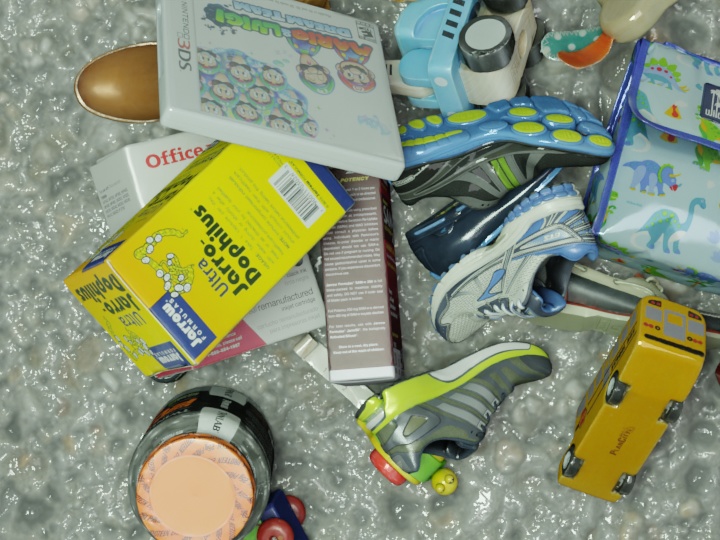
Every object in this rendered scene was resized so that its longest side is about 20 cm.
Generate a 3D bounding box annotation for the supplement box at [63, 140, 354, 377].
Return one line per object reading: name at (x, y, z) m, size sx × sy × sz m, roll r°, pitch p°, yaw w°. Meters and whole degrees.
supplement box at (-0.121, -0.023, 1.207) m, size 0.110 × 0.109 × 0.200 m, roll 50°, pitch 62°, yaw -12°

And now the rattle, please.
rattle at (0.269, -0.223, 1.340) m, size 0.143 × 0.130 × 0.200 m, roll 44°, pitch 71°, yaw -44°

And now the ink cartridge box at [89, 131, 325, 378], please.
ink cartridge box at (-0.133, -0.024, 1.314) m, size 0.144 × 0.084 × 0.201 m, roll -18°, pitch 90°, yaw -32°

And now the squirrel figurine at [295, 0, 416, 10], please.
squirrel figurine at (-0.019, -0.299, 1.293) m, size 0.200 × 0.141 × 0.187 m, roll 23°, pitch 102°, yaw 17°

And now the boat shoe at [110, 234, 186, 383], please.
boat shoe at (-0.187, 0.004, 1.361) m, size 0.075 × 0.060 × 0.201 m, roll -14°, pitch 95°, yaw -1°

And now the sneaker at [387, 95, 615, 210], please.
sneaker at (0.120, -0.098, 1.296) m, size 0.199 × 0.071 × 0.083 m, roll -8°, pitch 130°, yaw 6°

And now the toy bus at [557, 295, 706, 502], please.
toy bus at (0.242, 0.121, 1.349) m, size 0.065 × 0.078 × 0.200 m, roll 18°, pitch 133°, yaw -4°

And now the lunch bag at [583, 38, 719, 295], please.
lunch bag at (0.302, -0.093, 1.345) m, size 0.170 × 0.127 × 0.201 m, roll 18°, pitch 82°, yaw -1°

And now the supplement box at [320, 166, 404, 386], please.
supplement box at (0.000, 0.000, 1.323) m, size 0.061 × 0.109 × 0.201 m, roll -5°, pitch 84°, yaw 6°

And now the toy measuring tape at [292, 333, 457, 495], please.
toy measuring tape at (0.016, 0.137, 1.374) m, size 0.200 × 0.074 × 0.074 m, roll 45°, pitch 92°, yaw -5°

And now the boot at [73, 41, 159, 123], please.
boot at (-0.159, -0.170, 1.300) m, size 0.199 × 0.155 × 0.074 m, roll -5°, pitch 95°, yaw -2°

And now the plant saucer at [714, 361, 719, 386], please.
plant saucer at (0.370, 0.032, 1.318) m, size 0.037 × 0.200 × 0.200 m, roll 28°, pitch 93°, yaw 9°

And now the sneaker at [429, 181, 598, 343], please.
sneaker at (0.135, 0.013, 1.320) m, size 0.200 × 0.077 × 0.085 m, roll -49°, pitch 59°, yaw 38°

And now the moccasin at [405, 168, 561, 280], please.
moccasin at (0.123, -0.079, 1.356) m, size 0.068 × 0.080 × 0.200 m, roll 45°, pitch 91°, yaw 0°

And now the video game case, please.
video game case at (-0.067, -0.161, 1.206) m, size 0.199 × 0.182 × 0.024 m, roll 12°, pitch 134°, yaw -22°

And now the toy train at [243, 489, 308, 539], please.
toy train at (-0.075, 0.316, 1.384) m, size 0.115 × 0.085 × 0.200 m, roll -26°, pitch 95°, yaw 11°

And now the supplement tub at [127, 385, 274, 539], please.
supplement tub at (-0.137, 0.174, 1.307) m, size 0.122 × 0.200 × 0.123 m, roll 0°, pitch 94°, yaw -2°

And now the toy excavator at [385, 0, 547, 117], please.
toy excavator at (0.049, -0.180, 1.331) m, size 0.199 × 0.100 × 0.195 m, roll 7°, pitch 61°, yaw 24°

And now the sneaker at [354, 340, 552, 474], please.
sneaker at (0.094, 0.125, 1.345) m, size 0.200 × 0.074 × 0.081 m, roll -20°, pitch 75°, yaw -26°

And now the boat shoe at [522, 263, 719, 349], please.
boat shoe at (0.245, 0.030, 1.376) m, size 0.199 × 0.071 × 0.063 m, roll 11°, pitch 69°, yaw 1°
